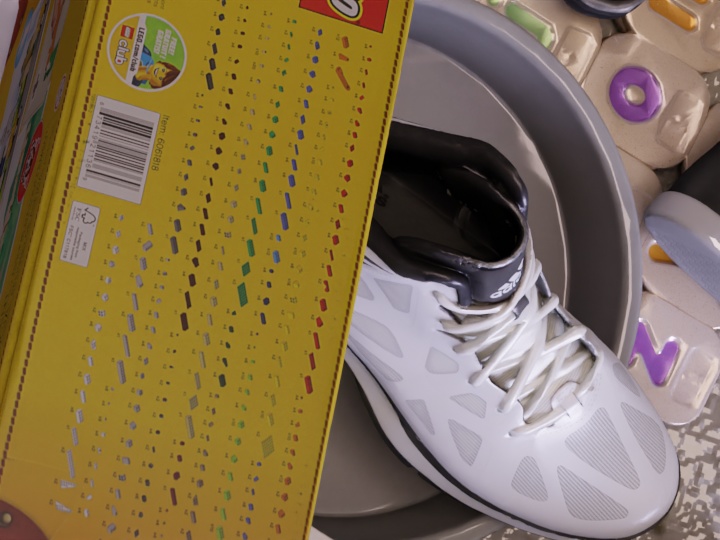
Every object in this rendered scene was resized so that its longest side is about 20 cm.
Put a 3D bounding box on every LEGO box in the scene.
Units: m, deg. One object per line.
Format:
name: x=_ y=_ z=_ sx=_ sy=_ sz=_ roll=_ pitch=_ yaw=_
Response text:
LEGO box: x=-0.055 y=0.006 z=0.694 sx=0.077 sy=0.149 sz=0.201 roll=16 pitch=70 yaw=-14

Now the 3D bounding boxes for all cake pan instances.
cake pan: x=0.000 y=0.000 z=0.981 sx=0.199 sy=0.037 sz=0.201 roll=0 pitch=89 yaw=-18

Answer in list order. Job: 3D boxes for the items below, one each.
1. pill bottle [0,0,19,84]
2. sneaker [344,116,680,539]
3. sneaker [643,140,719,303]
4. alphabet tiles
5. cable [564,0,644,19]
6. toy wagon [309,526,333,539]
pill bottle: x=-0.117 y=-0.069 z=0.882 sx=0.112 sy=0.200 sz=0.113 roll=1 pitch=87 yaw=-16
sneaker: x=0.040 y=0.022 z=0.913 sx=0.200 sy=0.115 sz=0.076 roll=41 pitch=77 yaw=-14
sneaker: x=0.204 y=0.007 z=1.035 sx=0.200 sy=0.071 sz=0.099 roll=42 pitch=81 yaw=-15
alphabet tiles: x=0.064 y=-0.038 z=1.030 sx=0.195 sy=0.015 sz=0.201 roll=29 pitch=81 yaw=-16
cable: x=0.089 y=-0.195 z=1.016 sx=0.097 sy=0.050 sz=0.201 roll=17 pitch=74 yaw=-16
toy wagon: x=-0.085 y=0.131 z=0.761 sx=0.199 sy=0.040 sz=0.156 roll=-13 pitch=86 yaw=-21
